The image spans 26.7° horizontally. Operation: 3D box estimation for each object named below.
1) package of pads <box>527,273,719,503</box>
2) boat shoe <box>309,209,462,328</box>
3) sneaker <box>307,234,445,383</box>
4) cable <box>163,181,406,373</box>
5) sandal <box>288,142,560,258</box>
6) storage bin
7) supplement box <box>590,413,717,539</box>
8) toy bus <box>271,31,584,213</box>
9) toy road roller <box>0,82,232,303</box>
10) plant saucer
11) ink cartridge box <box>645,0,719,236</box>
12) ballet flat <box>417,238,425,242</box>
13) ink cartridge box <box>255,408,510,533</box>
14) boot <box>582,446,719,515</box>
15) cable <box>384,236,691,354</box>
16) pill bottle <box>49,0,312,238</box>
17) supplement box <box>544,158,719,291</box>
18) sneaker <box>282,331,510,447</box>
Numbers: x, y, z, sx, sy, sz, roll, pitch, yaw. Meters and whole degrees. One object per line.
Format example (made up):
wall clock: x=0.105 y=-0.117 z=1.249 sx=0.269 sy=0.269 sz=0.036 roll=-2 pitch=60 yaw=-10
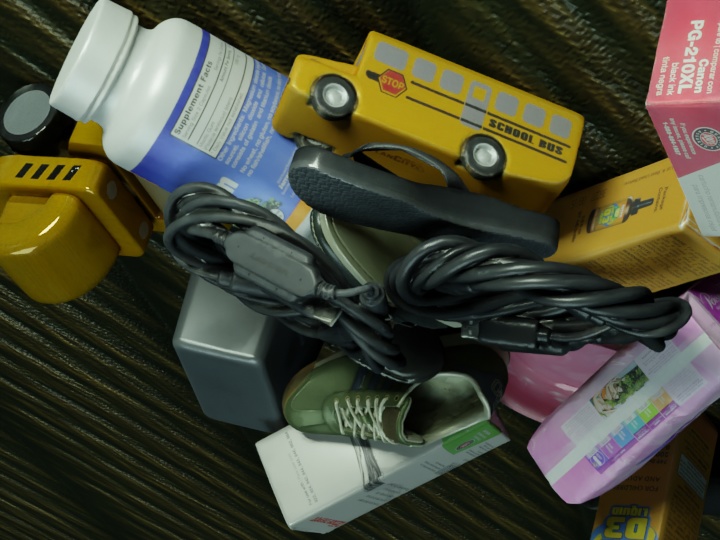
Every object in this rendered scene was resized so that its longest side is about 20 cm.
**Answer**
package of pads: x=0.224 y=0.085 z=1.137 sx=0.076 sy=0.120 sz=0.200 roll=49 pitch=129 yaw=12
boat shoe: x=0.011 y=-0.003 z=1.088 sx=0.065 sy=0.076 sz=0.199 roll=-10 pitch=162 yaw=31
sneaker: x=0.000 y=0.000 z=1.182 sx=0.200 sy=0.074 sz=0.089 roll=47 pitch=140 yaw=4
cable: x=-0.053 y=0.004 z=1.043 sx=0.198 sy=0.051 sz=0.163 roll=24 pitch=169 yaw=28
sandal: x=0.040 y=-0.049 z=0.985 sx=0.198 sy=0.043 sz=0.076 roll=15 pitch=164 yaw=-29
storage bin: x=-0.084 y=0.050 z=1.322 sx=0.144 sy=0.136 sz=0.201 roll=12 pitch=154 yaw=12
supplement box: x=0.233 y=0.205 z=1.230 sx=0.066 sy=0.202 sz=0.069 roll=-5 pitch=147 yaw=37
toy bus: x=0.045 y=-0.098 z=1.019 sx=0.198 sy=0.079 sz=0.065 roll=21 pitch=155 yaw=-6
toy road roller: x=-0.204 y=-0.050 z=1.188 sx=0.198 sy=0.147 sz=0.123 roll=5 pitch=152 yaw=24
plant saucer: x=0.196 y=0.081 z=1.302 sx=0.198 sy=0.051 sz=0.201 roll=14 pitch=154 yaw=7
ink cartridge box: x=0.284 y=-0.089 z=0.880 sx=0.198 sy=0.085 sz=0.145 roll=2 pitch=150 yaw=30
ballet flat: x=0.034 y=0.022 z=1.285 sx=0.072 sy=0.068 sz=0.200 roll=36 pitch=155 yaw=8
ink cartridge box: x=0.022 y=0.154 z=1.360 sx=0.198 sy=0.085 sz=0.145 roll=-28 pitch=164 yaw=6
boot: x=0.298 y=0.198 z=1.433 sx=0.152 sy=0.075 sz=0.203 roll=9 pitch=173 yaw=-14
cable: x=0.117 y=0.014 z=0.990 sx=0.198 sy=0.051 sz=0.163 roll=5 pitch=164 yaw=33
pill bottle: x=-0.112 y=-0.106 z=1.064 sx=0.198 sy=0.113 sz=0.112 roll=27 pitch=152 yaw=-18
supplement box: x=0.183 y=-0.021 z=1.080 sx=0.068 sy=0.067 sz=0.199 roll=30 pitch=152 yaw=-24
sneaker: x=0.025 y=0.106 z=1.234 sx=0.198 sy=0.090 sz=0.068 roll=-14 pitch=117 yaw=12
